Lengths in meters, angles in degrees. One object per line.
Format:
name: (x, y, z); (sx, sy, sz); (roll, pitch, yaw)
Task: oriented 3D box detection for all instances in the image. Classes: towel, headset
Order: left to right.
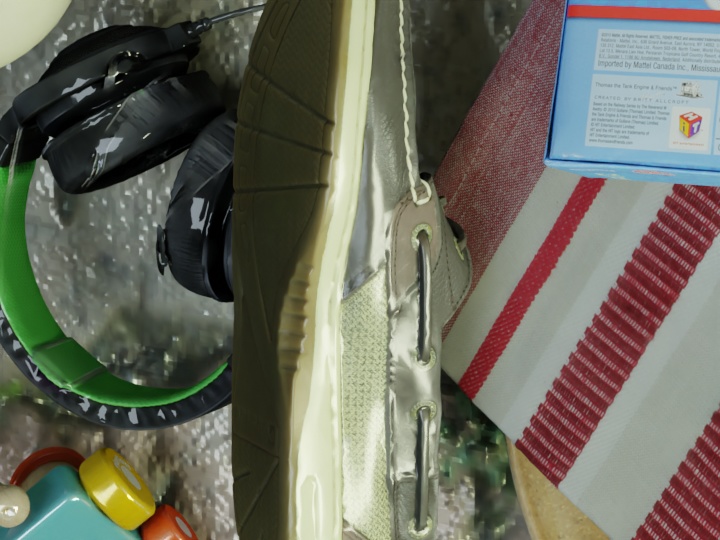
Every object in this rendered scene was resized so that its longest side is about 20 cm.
headset: (-0.063, -0.036, 0.911); (0.123, 0.094, 0.200); (39, 114, 16)
towel: (0.098, 0.011, 0.817); (0.200, 0.023, 0.144); (46, 120, 31)

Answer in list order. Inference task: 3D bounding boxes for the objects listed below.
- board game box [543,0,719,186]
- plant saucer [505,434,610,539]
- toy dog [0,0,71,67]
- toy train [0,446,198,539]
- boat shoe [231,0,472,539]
board game box: (0.135, -0.121, 0.761); (0.151, 0.037, 0.200); (6, 88, 30)
plant saucer: (0.127, 0.040, 0.828); (0.200, 0.035, 0.201); (4, 96, 45)
toy dog: (-0.175, -0.101, 0.912); (0.200, 0.139, 0.194); (-8, 107, 49)
toy train: (-0.160, 0.115, 0.993); (0.056, 0.200, 0.150); (-121, 40, -52)
boat shoe: (0.000, 0.001, 0.848); (0.072, 0.066, 0.201); (-157, 69, -63)
